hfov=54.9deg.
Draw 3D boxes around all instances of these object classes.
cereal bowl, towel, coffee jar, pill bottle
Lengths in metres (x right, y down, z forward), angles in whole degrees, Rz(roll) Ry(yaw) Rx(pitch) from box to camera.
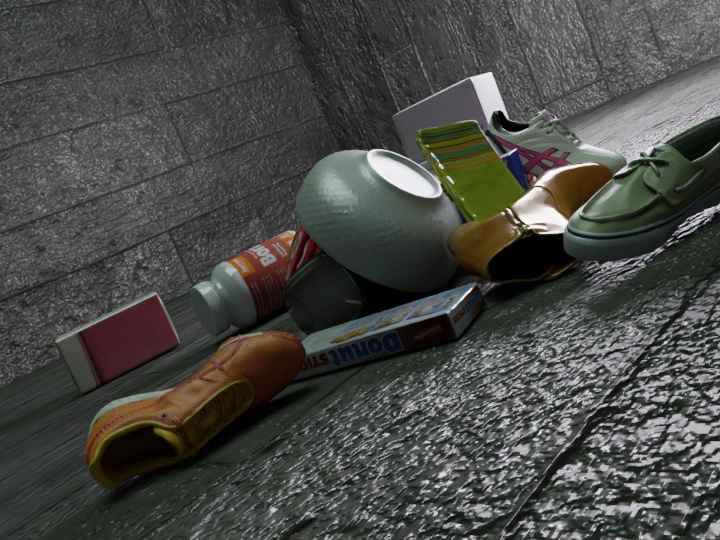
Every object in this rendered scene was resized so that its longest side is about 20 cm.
[{"bbox_3d":[0.032,-0.071,0.761,0.084,0.198,0.200,-61,-13,29],"label":"cereal bowl"},{"bbox_3d":[0.139,-0.105,0.802,0.084,0.202,0.018,-16,-38,-13],"label":"towel"},{"bbox_3d":[0.000,0.000,0.817,0.104,0.086,0.200,-38,0,33],"label":"coffee jar"},{"bbox_3d":[-0.171,0.023,1.130,0.198,0.114,0.112,-29,9,-30],"label":"pill bottle"}]

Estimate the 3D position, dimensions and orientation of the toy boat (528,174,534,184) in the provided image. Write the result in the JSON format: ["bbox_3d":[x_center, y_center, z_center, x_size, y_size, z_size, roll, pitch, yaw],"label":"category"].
[{"bbox_3d":[0.177,-0.140,1.055,0.129,0.133,0.199,-19,9,34],"label":"toy boat"}]

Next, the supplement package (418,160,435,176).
[{"bbox_3d":[0.194,-0.209,1.563,0.197,0.113,0.156,-19,9,28],"label":"supplement package"}]

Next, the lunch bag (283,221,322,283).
[{"bbox_3d":[-0.043,-0.053,1.001,0.080,0.204,0.176,20,2,-13],"label":"lunch bag"}]

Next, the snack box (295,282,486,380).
[{"bbox_3d":[0.013,0.058,0.626,0.197,0.025,0.072,-20,8,35],"label":"snack box"}]

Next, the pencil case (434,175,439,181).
[{"bbox_3d":[0.139,-0.124,1.281,0.086,0.089,0.200,-22,7,18],"label":"pencil case"}]

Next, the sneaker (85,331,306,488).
[{"bbox_3d":[-0.130,0.119,0.577,0.197,0.074,0.077,-30,30,-8],"label":"sneaker"}]

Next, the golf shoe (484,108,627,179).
[{"bbox_3d":[0.252,-0.160,0.913,0.197,0.094,0.072,15,36,31],"label":"golf shoe"}]

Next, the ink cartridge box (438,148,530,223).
[{"bbox_3d":[0.126,-0.073,0.901,0.197,0.096,0.044,-20,8,30],"label":"ink cartridge box"}]

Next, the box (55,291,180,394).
[{"bbox_3d":[-0.457,0.132,1.312,0.197,0.111,0.127,-27,8,-18],"label":"box"}]

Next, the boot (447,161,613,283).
[{"bbox_3d":[0.184,-0.041,0.650,0.198,0.072,0.144,-23,16,-6],"label":"boot"}]

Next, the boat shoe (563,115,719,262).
[{"bbox_3d":[0.240,-0.071,0.562,0.197,0.063,0.072,-27,32,-23],"label":"boat shoe"}]

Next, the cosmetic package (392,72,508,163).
[{"bbox_3d":[0.205,-0.343,1.559,0.196,0.125,0.200,-20,10,28],"label":"cosmetic package"}]
